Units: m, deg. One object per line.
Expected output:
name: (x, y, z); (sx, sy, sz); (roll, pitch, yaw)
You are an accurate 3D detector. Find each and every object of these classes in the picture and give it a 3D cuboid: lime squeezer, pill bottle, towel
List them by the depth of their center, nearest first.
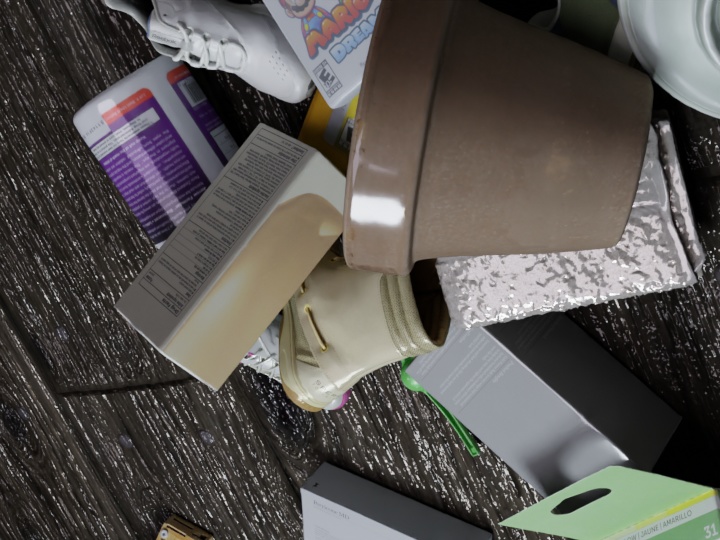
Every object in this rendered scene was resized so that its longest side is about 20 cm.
towel: (0.141, -0.035, 0.868); (0.200, 0.034, 0.133); (-14, 96, 24)
pill bottle: (-0.156, -0.082, 1.062); (0.111, 0.111, 0.200); (-23, 103, 45)
lime squeezer: (0.038, 0.097, 1.075); (0.200, 0.071, 0.038); (31, 124, -25)

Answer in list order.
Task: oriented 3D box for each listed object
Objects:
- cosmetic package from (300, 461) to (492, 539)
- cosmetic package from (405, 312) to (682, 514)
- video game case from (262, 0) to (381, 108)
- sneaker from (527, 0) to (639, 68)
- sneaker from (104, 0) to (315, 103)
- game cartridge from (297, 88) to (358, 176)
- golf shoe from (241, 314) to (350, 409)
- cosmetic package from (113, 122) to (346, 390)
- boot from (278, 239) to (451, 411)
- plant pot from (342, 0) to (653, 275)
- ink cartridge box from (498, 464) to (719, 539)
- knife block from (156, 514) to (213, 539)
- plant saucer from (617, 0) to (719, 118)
cosmetic package: (0.035, 0.300, 1.225); (0.200, 0.052, 0.151); (19, 131, 27)
cosmetic package: (0.148, 0.102, 0.976); (0.200, 0.090, 0.107); (41, 135, 3)
video game case: (-0.004, -0.245, 0.862); (0.200, 0.024, 0.182); (-35, 86, 41)
sneaker: (0.157, -0.215, 0.756); (0.090, 0.067, 0.200); (24, 135, 16)
sneaker: (-0.125, -0.192, 0.978); (0.200, 0.087, 0.075); (33, 133, 15)
game cartridge: (0.048, -0.127, 0.930); (0.176, 0.032, 0.200); (36, 136, 12)
golf shoe: (-0.099, 0.071, 1.141); (0.200, 0.092, 0.075); (43, 135, 3)
cosmetic package: (-0.098, -0.014, 0.971); (0.071, 0.200, 0.105); (42, 175, -38)
boot: (0.000, 0.000, 0.981); (0.155, 0.200, 0.073); (-29, 140, 35)
plant pot: (0.091, -0.083, 0.772); (0.174, 0.200, 0.201); (12, 129, 6)
ink cartridge box: (0.231, 0.209, 0.931); (0.200, 0.048, 0.146); (13, 146, -28)
knife block: (-0.222, 0.416, 1.511); (0.064, 0.176, 0.200); (23, 86, 23)
plant saucer: (0.249, -0.160, 0.688); (0.200, 0.050, 0.200); (7, 130, 8)
